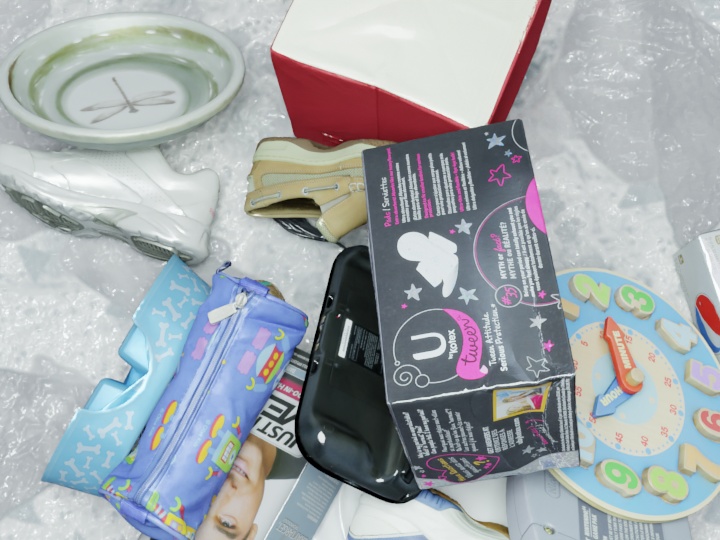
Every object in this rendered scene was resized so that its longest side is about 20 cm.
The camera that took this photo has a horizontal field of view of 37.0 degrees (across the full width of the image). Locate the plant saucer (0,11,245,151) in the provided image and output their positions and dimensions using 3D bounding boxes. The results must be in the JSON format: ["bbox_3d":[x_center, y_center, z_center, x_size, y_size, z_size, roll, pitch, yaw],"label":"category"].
[{"bbox_3d":[-0.194,-0.147,0.889,0.199,0.050,0.201,2,40,-1],"label":"plant saucer"}]

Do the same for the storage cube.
[{"bbox_3d":[0.046,-0.183,0.851,0.170,0.180,0.201,23,80,7],"label":"storage cube"}]

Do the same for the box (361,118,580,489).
[{"bbox_3d":[0.070,0.023,0.713,0.114,0.132,0.201,-9,54,7],"label":"box"}]

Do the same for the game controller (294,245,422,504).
[{"bbox_3d":[0.013,0.069,0.784,0.104,0.042,0.200,22,47,-11],"label":"game controller"}]

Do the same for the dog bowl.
[{"bbox_3d":[-0.175,0.085,0.840,0.049,0.111,0.200,31,80,-6],"label":"dog bowl"}]

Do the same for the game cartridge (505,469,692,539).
[{"bbox_3d":[0.170,0.172,0.770,0.133,0.200,0.042,19,120,-1],"label":"game cartridge"}]

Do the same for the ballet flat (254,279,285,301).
[{"bbox_3d":[-0.123,0.094,0.854,0.070,0.065,0.201,22,79,9],"label":"ballet flat"}]

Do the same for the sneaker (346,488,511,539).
[{"bbox_3d":[0.082,0.222,0.772,0.199,0.075,0.088,26,84,12],"label":"sneaker"}]

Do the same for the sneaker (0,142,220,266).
[{"bbox_3d":[-0.208,-0.075,0.898,0.199,0.078,0.100,19,70,-1],"label":"sneaker"}]

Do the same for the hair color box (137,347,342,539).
[{"bbox_3d":[-0.077,0.158,0.810,0.099,0.061,0.200,21,74,33],"label":"hair color box"}]

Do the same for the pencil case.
[{"bbox_3d":[-0.110,0.095,0.773,0.078,0.087,0.201,22,74,17],"label":"pencil case"}]

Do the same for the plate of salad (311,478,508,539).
[{"bbox_3d":[0.052,0.184,0.838,0.199,0.048,0.201,1,70,-3],"label":"plate of salad"}]

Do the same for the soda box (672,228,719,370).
[{"bbox_3d":[0.312,0.066,0.843,0.063,0.068,0.201,-14,78,-5],"label":"soda box"}]

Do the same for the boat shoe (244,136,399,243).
[{"bbox_3d":[-0.009,-0.056,0.841,0.199,0.072,0.076,6,70,40],"label":"boat shoe"}]

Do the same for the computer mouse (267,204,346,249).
[{"bbox_3d":[0.000,0.000,0.892,0.200,0.034,0.059,42,72,16],"label":"computer mouse"}]

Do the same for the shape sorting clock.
[{"bbox_3d":[0.195,0.086,0.793,0.199,0.039,0.201,10,57,-15],"label":"shape sorting clock"}]
